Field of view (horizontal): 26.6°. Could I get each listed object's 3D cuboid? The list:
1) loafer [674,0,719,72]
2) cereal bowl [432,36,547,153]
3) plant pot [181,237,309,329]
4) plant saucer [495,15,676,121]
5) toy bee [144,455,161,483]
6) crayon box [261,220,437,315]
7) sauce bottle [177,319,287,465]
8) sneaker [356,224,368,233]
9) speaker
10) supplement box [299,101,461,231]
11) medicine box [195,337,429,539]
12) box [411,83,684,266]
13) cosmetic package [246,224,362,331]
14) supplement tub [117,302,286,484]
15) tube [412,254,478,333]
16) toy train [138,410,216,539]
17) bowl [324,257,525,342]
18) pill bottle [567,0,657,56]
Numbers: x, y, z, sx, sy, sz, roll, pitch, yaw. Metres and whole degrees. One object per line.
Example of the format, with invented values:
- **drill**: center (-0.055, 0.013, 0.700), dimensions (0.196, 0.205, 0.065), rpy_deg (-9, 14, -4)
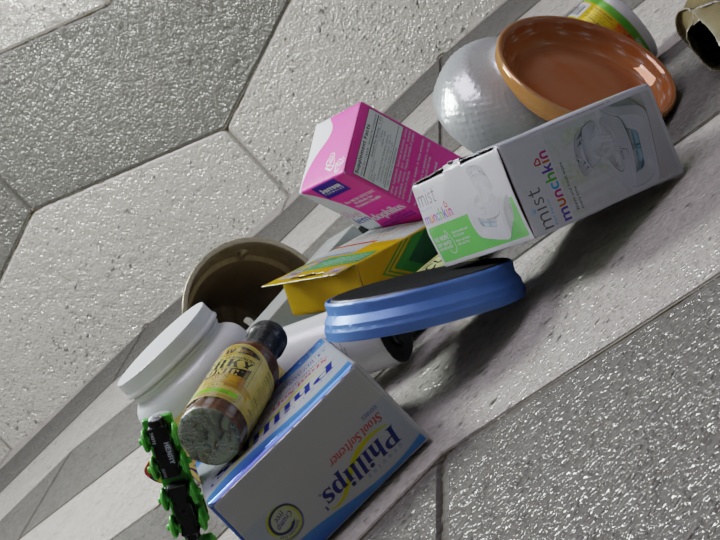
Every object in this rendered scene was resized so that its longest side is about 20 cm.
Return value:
- **loafer**: center (0.365, -0.248, 1.571), dimensions (0.067, 0.076, 0.200), rpy_deg (-38, 9, -2)
- **cereal bowl**: center (0.185, -0.199, 1.700), dimensions (0.200, 0.200, 0.083), rpy_deg (-55, -10, -50)
- **plant pot**: center (-0.154, 0.081, 2.026), dimensions (0.201, 0.200, 0.184), rpy_deg (-48, -1, -26)
- **plant saucer**: center (0.237, -0.204, 1.628), dimensions (0.200, 0.200, 0.038), rpy_deg (-55, -15, -50)
- **toy bee**: center (-0.209, 0.211, 1.951), dimensions (0.131, 0.108, 0.200), rpy_deg (-60, -7, -34)
- **crayon box**: center (0.000, 0.000, 1.753), dimensions (0.126, 0.052, 0.200), rpy_deg (-9, 13, 44)
- **sauce bottle**: center (-0.115, 0.108, 1.437), dimensions (0.065, 0.065, 0.200), rpy_deg (-39, 11, 24)
- **sneaker**: center (0.080, -0.065, 1.991), dimensions (0.200, 0.075, 0.087), rpy_deg (-29, -20, 14)
- **speaker**: center (-0.044, 0.089, 1.645), dimensions (0.200, 0.081, 0.081), rpy_deg (-21, 20, 28)
- **supplement box**: center (0.041, -0.107, 1.841), dimensions (0.101, 0.200, 0.104), rpy_deg (-21, 48, 53)
- **medicine box**: center (-0.051, 0.169, 1.417), dimensions (0.182, 0.103, 0.200), rpy_deg (-45, 9, -4)
- **box**: center (0.173, -0.090, 1.454), dimensions (0.176, 0.097, 0.200), rpy_deg (-24, 2, -23)
- **cosmetic package**: center (-0.048, 0.052, 1.896), dimensions (0.200, 0.107, 0.090), rpy_deg (-52, 12, -31)
- **supplement tub**: center (-0.138, 0.146, 1.576), dimensions (0.145, 0.200, 0.145), rpy_deg (-42, 10, 9)
- **tube**: center (0.089, 0.006, 1.712), dimensions (0.200, 0.052, 0.058), rpy_deg (-43, 47, -21)
- **toy train**: center (-0.163, 0.220, 1.424), dimensions (0.042, 0.201, 0.056), rpy_deg (-14, 17, 2)
- **bowl**: center (0.059, 0.026, 1.477), dimensions (0.200, 0.040, 0.201), rpy_deg (-14, 4, 1)
- **pill bottle**: center (0.255, -0.234, 1.854), dimensions (0.200, 0.111, 0.111), rpy_deg (-44, 10, -2)
